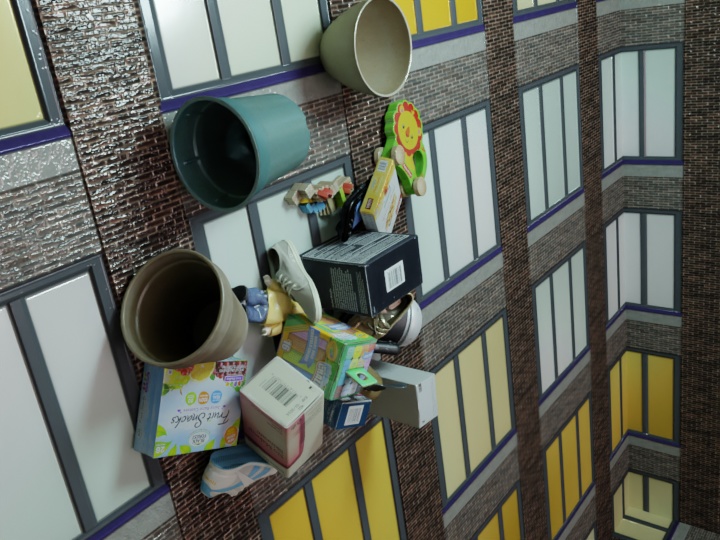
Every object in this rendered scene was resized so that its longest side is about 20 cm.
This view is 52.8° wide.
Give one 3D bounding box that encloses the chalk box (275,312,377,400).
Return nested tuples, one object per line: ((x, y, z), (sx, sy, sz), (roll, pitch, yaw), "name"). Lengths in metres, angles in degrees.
((-0.055, 0.177, 1.466), (0.124, 0.199, 0.125), (1, 109, -59), "chalk box")

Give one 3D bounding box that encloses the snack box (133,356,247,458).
((-0.310, 0.246, 1.343), (0.199, 0.067, 0.170), (8, 90, -51), "snack box")

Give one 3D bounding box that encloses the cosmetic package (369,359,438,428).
((0.082, 0.292, 1.739), (0.081, 0.199, 0.114), (-23, 114, -47), "cosmetic package")

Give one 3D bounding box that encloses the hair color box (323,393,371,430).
((-0.085, 0.261, 1.518), (0.100, 0.199, 0.061), (8, 101, -52), "hair color box")

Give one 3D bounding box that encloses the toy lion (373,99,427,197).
((0.114, -0.310, 1.796), (0.200, 0.068, 0.193), (48, 52, -45), "toy lion")

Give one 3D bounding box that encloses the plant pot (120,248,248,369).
((-0.287, 0.084, 1.272), (0.174, 0.198, 0.202), (44, 61, -65), "plant pot")

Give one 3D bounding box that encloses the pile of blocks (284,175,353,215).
((-0.074, -0.156, 1.576), (0.199, 0.062, 0.083), (-18, 110, -49), "pile of blocks")

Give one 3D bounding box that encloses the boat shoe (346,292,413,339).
((0.034, 0.112, 1.584), (0.200, 0.065, 0.072), (-39, 102, -17), "boat shoe")

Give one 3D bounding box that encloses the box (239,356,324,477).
((-0.153, 0.290, 1.423), (0.109, 0.127, 0.201), (-41, 152, -34), "box")

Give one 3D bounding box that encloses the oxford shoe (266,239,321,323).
((-0.135, 0.025, 1.465), (0.057, 0.201, 0.075), (-14, 152, -30), "oxford shoe")

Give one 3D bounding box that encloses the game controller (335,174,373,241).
((-0.001, -0.144, 1.635), (0.200, 0.042, 0.105), (-53, 168, -55), "game controller")

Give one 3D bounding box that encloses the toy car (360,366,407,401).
((-0.001, 0.234, 1.624), (0.164, 0.199, 0.159), (7, 91, -52), "toy car")

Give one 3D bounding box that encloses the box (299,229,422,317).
((0.000, 0.000, 1.586), (0.199, 0.197, 0.124), (-30, 119, -45), "box")

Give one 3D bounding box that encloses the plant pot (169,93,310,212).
((-0.204, -0.230, 1.313), (0.196, 0.199, 0.202), (-35, 123, -53), "plant pot")

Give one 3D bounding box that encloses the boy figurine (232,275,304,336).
((-0.182, 0.073, 1.478), (0.199, 0.064, 0.126), (13, 70, -54), "boy figurine")

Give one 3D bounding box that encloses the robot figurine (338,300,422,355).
((0.046, 0.109, 1.691), (0.198, 0.125, 0.152), (12, 95, -21), "robot figurine")

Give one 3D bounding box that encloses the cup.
((-0.003, -0.471, 1.546), (0.200, 0.142, 0.202), (-13, 107, -50), "cup")

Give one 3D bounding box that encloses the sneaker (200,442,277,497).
((-0.242, 0.404, 1.463), (0.199, 0.076, 0.081), (12, 108, -55), "sneaker")

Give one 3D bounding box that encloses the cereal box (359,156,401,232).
((0.051, -0.151, 1.685), (0.200, 0.039, 0.145), (65, 42, -67), "cereal box")
